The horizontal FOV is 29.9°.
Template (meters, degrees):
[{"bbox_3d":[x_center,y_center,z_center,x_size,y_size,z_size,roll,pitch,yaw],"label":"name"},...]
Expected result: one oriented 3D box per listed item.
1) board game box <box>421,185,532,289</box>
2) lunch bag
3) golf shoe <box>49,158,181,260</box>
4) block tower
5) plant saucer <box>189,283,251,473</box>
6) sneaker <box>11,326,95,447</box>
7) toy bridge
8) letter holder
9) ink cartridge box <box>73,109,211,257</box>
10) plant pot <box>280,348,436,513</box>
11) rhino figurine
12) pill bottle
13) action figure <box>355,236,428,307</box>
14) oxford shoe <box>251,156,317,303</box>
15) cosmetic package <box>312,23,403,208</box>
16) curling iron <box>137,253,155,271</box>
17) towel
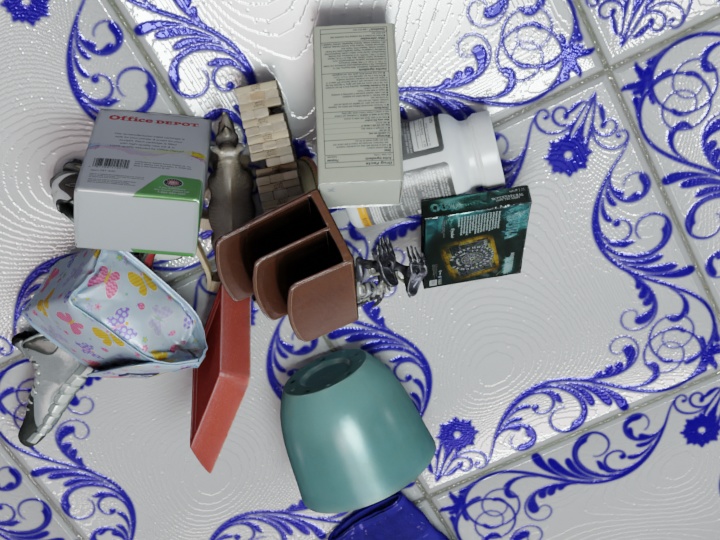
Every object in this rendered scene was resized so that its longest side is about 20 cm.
[{"bbox_3d":[0.144,-0.040,1.716,0.134,0.028,0.200,-9,154,-3],"label":"board game box"},{"bbox_3d":[-0.311,0.072,1.741,0.200,0.128,0.169,41,151,-24],"label":"lunch bag"},{"bbox_3d":[-0.310,-0.056,1.721,0.199,0.095,0.078,28,115,-19],"label":"golf shoe"},{"bbox_3d":[-0.104,-0.130,1.664,0.057,0.054,0.202,-11,95,3],"label":"block tower"},{"bbox_3d":[-0.184,0.125,1.744,0.036,0.201,0.200,10,135,-16],"label":"plant saucer"},{"bbox_3d":[-0.441,0.140,1.851,0.115,0.075,0.200,35,104,-15],"label":"sneaker"},{"bbox_3d":[-0.187,-0.065,1.757,0.067,0.027,0.201,6,119,-5],"label":"toy bridge"},{"bbox_3d":[-0.087,0.013,1.600,0.141,0.101,0.200,-25,160,-8],"label":"letter holder"},{"bbox_3d":[-0.260,-0.109,1.631,0.144,0.201,0.084,5,124,-4],"label":"ink cartridge box"},{"bbox_3d":[-0.017,0.205,1.830,0.199,0.201,0.162,-20,107,10],"label":"plant pot"},{"bbox_3d":[-0.160,-0.103,1.670,0.059,0.088,0.201,-1,119,-1],"label":"rhino figurine"},{"bbox_3d":[0.073,-0.129,1.675,0.198,0.117,0.117,-13,120,6],"label":"pill bottle"},{"bbox_3d":[0.000,0.000,1.758,0.118,0.103,0.199,7,166,-35],"label":"action figure"},{"bbox_3d":[-0.095,-0.046,1.720,0.074,0.070,0.202,-3,107,-38],"label":"oxford shoe"},{"bbox_3d":[-0.004,-0.182,1.593,0.102,0.202,0.087,-1,163,0],"label":"cosmetic package"},{"bbox_3d":[-0.267,-0.009,1.732,0.049,0.026,0.200,7,153,-25],"label":"curling iron"},{"bbox_3d":[0.065,0.422,2.041,0.147,0.050,0.200,-33,117,24],"label":"towel"}]
